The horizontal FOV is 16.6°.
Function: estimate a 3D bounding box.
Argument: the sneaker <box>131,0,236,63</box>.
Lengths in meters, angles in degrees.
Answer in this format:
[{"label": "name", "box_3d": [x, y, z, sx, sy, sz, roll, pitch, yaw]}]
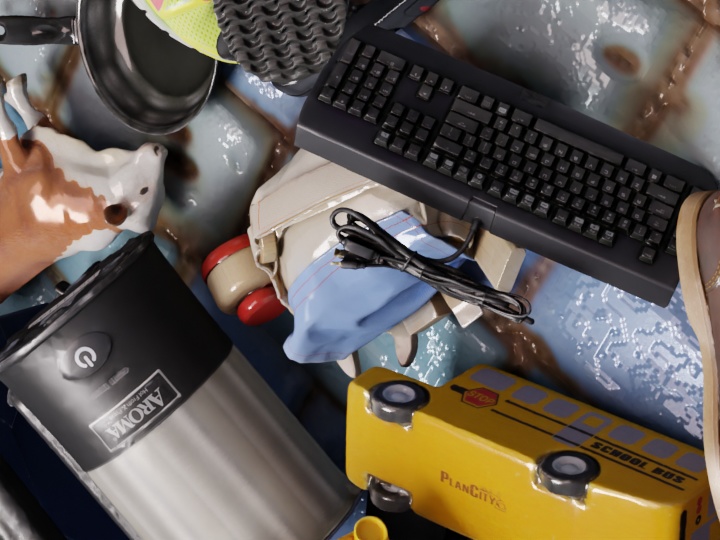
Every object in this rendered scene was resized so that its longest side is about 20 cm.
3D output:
[{"label": "sneaker", "box_3d": [-0.087, -0.185, 1.281, 0.090, 0.078, 0.200, 28, 152, 52]}]

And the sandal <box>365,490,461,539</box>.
[{"label": "sandal", "box_3d": [0.018, 0.188, 1.357, 0.076, 0.043, 0.201, 12, 108, 37]}]

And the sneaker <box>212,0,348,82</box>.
[{"label": "sneaker", "box_3d": [-0.045, -0.194, 1.206, 0.070, 0.094, 0.200, -8, 121, 10]}]

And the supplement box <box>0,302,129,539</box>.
[{"label": "supplement box", "box_3d": [-0.263, 0.154, 1.520, 0.199, 0.134, 0.201, -25, 85, 40]}]

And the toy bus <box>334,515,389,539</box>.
[{"label": "toy bus", "box_3d": [0.012, 0.227, 1.240, 0.201, 0.191, 0.136, 61, 164, 20]}]

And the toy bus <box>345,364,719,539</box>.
[{"label": "toy bus", "box_3d": [0.087, 0.102, 1.252, 0.199, 0.078, 0.065, 21, 124, 34]}]

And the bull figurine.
[{"label": "bull figurine", "box_3d": [-0.197, -0.047, 1.457, 0.200, 0.065, 0.122, -31, 87, 41]}]

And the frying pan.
[{"label": "frying pan", "box_3d": [-0.142, -0.124, 1.418, 0.190, 0.031, 0.115, -23, 86, 44]}]

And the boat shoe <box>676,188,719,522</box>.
[{"label": "boat shoe", "box_3d": [0.200, 0.055, 1.156, 0.070, 0.070, 0.201, -9, 95, 44]}]

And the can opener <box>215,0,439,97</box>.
[{"label": "can opener", "box_3d": [0.018, -0.153, 1.262, 0.200, 0.079, 0.064, -30, 93, 27]}]

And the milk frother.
[{"label": "milk frother", "box_3d": [-0.113, 0.086, 1.394, 0.180, 0.200, 0.188, -35, 99, 24]}]

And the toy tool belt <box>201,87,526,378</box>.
[{"label": "toy tool belt", "box_3d": [0.000, 0.000, 1.275, 0.200, 0.125, 0.123, -43, 65, 38]}]

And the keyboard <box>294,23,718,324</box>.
[{"label": "keyboard", "box_3d": [0.061, -0.036, 1.182, 0.199, 0.127, 0.021, 23, 157, 6]}]
